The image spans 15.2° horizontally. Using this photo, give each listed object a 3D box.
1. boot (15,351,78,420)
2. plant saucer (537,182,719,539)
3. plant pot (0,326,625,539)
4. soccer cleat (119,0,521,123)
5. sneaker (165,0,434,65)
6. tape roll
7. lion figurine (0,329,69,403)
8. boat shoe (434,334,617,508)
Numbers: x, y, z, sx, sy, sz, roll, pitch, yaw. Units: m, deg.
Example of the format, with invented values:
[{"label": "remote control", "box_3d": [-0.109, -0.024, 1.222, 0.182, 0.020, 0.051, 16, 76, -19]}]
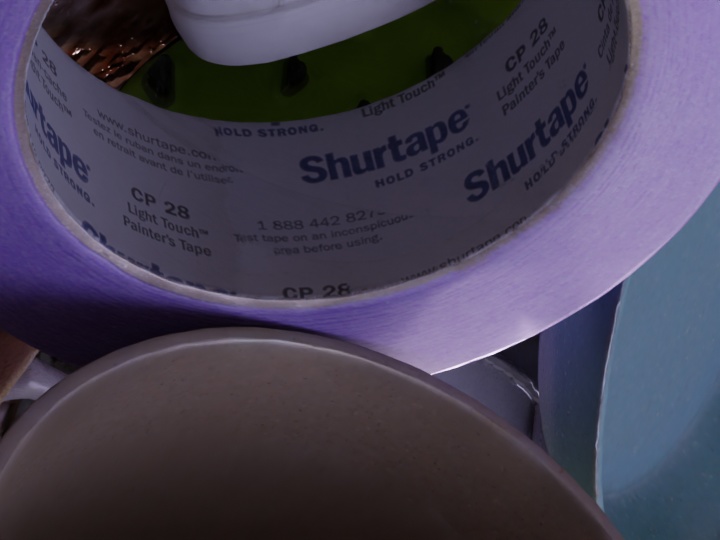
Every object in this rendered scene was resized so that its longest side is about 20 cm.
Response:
[{"label": "boot", "box_3d": [0.002, 0.001, 0.840, 0.200, 0.073, 0.182, -6, 137, -41]}, {"label": "plant saucer", "box_3d": [0.098, -0.005, 0.743, 0.200, 0.036, 0.200, -40, 139, -45]}, {"label": "plant pot", "box_3d": [-0.044, 0.147, 0.644, 0.187, 0.188, 0.200, -17, 155, -41]}, {"label": "soccer cleat", "box_3d": [0.010, -0.048, 0.756, 0.200, 0.068, 0.081, -27, 152, -33]}, {"label": "sneaker", "box_3d": [0.020, -0.137, 0.636, 0.200, 0.074, 0.116, -31, 136, 6]}, {"label": "tape roll", "box_3d": [-0.011, -0.061, 0.601, 0.199, 0.066, 0.200, -6, 135, -6]}, {"label": "lion figurine", "box_3d": [-0.129, 0.079, 0.736, 0.122, 0.201, 0.072, -1, -177, -20]}, {"label": "boat shoe", "box_3d": [0.050, 0.064, 0.794, 0.072, 0.069, 0.200, -42, 140, -2]}]
